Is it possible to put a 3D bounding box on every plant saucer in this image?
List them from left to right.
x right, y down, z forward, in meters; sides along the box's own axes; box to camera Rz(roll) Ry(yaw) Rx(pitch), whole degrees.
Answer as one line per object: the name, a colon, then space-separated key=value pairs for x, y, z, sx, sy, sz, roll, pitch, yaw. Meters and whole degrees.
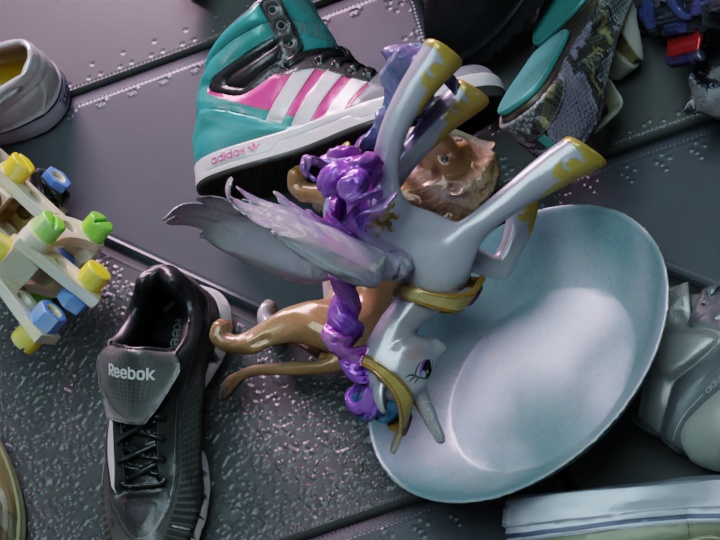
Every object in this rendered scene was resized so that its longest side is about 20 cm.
plant saucer: x=0.096 y=0.054 z=1.410 sx=0.201 sy=0.039 sz=0.201 roll=-25 pitch=42 yaw=25

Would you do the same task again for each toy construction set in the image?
toy construction set: x=-0.230 y=-0.049 z=1.522 sx=0.092 sy=0.131 sz=0.200 roll=-32 pitch=96 yaw=17

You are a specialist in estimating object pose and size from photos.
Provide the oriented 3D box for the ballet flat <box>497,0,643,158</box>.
ballet flat: x=0.134 y=-0.129 z=1.496 sx=0.072 sy=0.072 sz=0.200 roll=3 pitch=39 yaw=19

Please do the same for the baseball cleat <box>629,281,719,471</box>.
baseball cleat: x=0.223 y=0.014 z=1.398 sx=0.106 sy=0.070 sz=0.200 roll=30 pitch=75 yaw=27

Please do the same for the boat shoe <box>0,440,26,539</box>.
boat shoe: x=-0.243 y=0.171 z=1.465 sx=0.073 sy=0.063 sz=0.201 roll=-8 pitch=62 yaw=13

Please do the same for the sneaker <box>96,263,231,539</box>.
sneaker: x=-0.125 y=0.084 z=1.457 sx=0.066 sy=0.091 sz=0.200 roll=0 pitch=64 yaw=18

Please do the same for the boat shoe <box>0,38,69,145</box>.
boat shoe: x=-0.294 y=-0.102 z=1.607 sx=0.202 sy=0.086 sz=0.075 roll=-16 pitch=60 yaw=8

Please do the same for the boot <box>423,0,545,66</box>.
boot: x=0.057 y=-0.224 z=1.480 sx=0.198 sy=0.162 sz=0.073 roll=-47 pitch=36 yaw=27

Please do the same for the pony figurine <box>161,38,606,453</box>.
pony figurine: x=0.010 y=-0.023 z=1.374 sx=0.193 sy=0.167 sz=0.200 roll=34 pitch=83 yaw=-13

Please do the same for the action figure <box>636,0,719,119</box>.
action figure: x=0.244 y=-0.174 z=1.445 sx=0.105 sy=0.200 sz=0.194 roll=22 pitch=93 yaw=-14

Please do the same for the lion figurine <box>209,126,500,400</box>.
lion figurine: x=0.000 y=0.000 z=1.476 sx=0.122 sy=0.072 sz=0.200 roll=15 pitch=75 yaw=27

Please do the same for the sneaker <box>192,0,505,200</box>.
sneaker: x=-0.014 y=-0.124 z=1.538 sx=0.200 sy=0.084 sz=0.121 roll=-14 pitch=70 yaw=11

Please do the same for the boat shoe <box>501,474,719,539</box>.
boat shoe: x=0.177 y=0.145 z=1.357 sx=0.200 sy=0.072 sz=0.062 roll=-7 pitch=87 yaw=18
